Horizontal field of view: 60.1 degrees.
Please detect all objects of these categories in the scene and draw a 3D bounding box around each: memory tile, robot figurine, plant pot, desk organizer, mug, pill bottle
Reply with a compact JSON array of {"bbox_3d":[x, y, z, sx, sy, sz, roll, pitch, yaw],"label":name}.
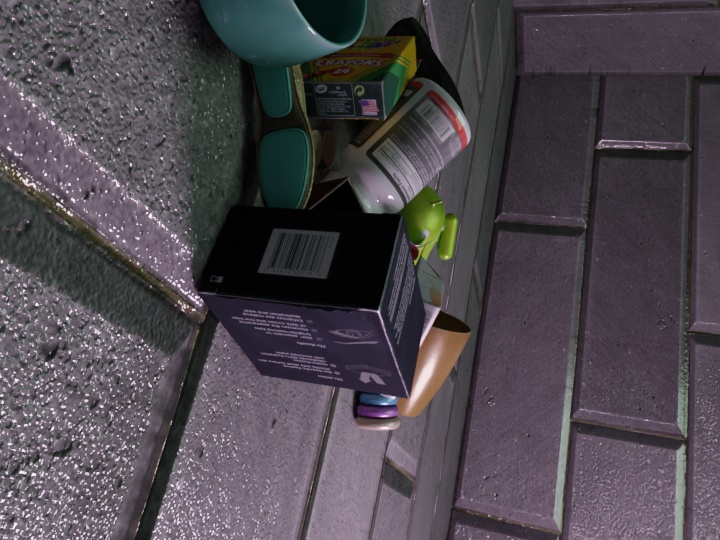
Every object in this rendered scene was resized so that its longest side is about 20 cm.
[{"bbox_3d":[-0.077,-0.109,0.818,0.200,0.016,0.157,-27,121,-70],"label":"memory tile"},{"bbox_3d":[0.074,-0.071,1.045,0.201,0.172,0.118,110,-16,-62],"label":"robot figurine"},{"bbox_3d":[0.108,0.183,1.260,0.186,0.183,0.204,-11,119,-71],"label":"plant pot"},{"bbox_3d":[-0.018,-0.014,0.794,0.202,0.076,0.072,62,36,-33],"label":"desk organizer"},{"bbox_3d":[-0.082,-0.284,0.571,0.151,0.113,0.189,-11,93,-57],"label":"mug"},{"bbox_3d":[0.045,-0.153,0.847,0.200,0.116,0.116,-44,154,-3],"label":"pill bottle"}]

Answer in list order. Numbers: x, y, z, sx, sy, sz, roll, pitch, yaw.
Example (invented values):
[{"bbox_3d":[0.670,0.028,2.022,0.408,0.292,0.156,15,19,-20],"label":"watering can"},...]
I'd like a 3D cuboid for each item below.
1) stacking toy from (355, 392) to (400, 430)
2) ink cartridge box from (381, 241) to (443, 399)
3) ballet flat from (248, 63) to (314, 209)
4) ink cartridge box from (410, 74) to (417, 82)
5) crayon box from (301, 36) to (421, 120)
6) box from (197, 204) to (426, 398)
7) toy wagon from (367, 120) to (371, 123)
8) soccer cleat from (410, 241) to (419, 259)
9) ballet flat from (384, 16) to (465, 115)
[{"bbox_3d":[0.034,0.191,1.168,0.085,0.084,0.204,11,79,-72],"label":"stacking toy"},{"bbox_3d":[0.074,0.068,0.913,0.200,0.049,0.164,-58,172,-64],"label":"ink cartridge box"},{"bbox_3d":[-0.081,-0.159,0.687,0.065,0.069,0.204,-40,129,-76],"label":"ballet flat"},{"bbox_3d":[0.086,-0.237,1.041,0.037,0.095,0.200,-33,176,-16],"label":"ink cartridge box"},{"bbox_3d":[0.000,-0.267,0.831,0.201,0.124,0.052,-64,153,-49],"label":"crayon box"},{"bbox_3d":[-0.040,0.038,0.689,0.201,0.193,0.119,70,30,-53],"label":"box"},{"bbox_3d":[0.057,-0.232,1.003,0.039,0.155,0.202,-32,142,-14],"label":"toy wagon"},{"bbox_3d":[0.000,0.000,0.906,0.199,0.076,0.068,-34,134,-33],"label":"soccer cleat"},{"bbox_3d":[0.103,-0.282,0.932,0.066,0.056,0.203,-21,84,-58],"label":"ballet flat"}]
